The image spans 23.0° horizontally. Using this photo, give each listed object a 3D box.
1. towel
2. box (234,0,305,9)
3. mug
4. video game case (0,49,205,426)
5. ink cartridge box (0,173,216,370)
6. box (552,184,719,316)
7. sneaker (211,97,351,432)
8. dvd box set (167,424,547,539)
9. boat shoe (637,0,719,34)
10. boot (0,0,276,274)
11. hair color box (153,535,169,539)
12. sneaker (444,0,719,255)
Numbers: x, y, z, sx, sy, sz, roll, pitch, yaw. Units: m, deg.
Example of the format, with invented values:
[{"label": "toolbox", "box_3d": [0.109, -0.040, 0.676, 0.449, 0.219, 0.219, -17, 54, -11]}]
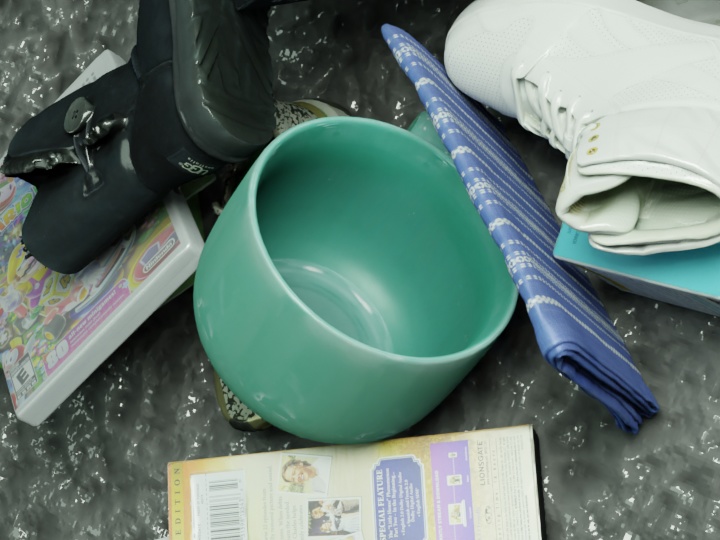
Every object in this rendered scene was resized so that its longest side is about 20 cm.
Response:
[{"label": "towel", "box_3d": [0.078, -0.019, 0.878, 0.024, 0.145, 0.200, -33, 61, 13]}, {"label": "box", "box_3d": [0.030, -0.221, 0.871, 0.107, 0.199, 0.149, -175, 75, -75]}, {"label": "mug", "box_3d": [0.002, 0.009, 0.930, 0.152, 0.185, 0.114, 57, 138, 19]}, {"label": "video game case", "box_3d": [-0.166, -0.024, 1.025, 0.143, 0.018, 0.200, -44, 42, 15]}, {"label": "ink cartridge box", "box_3d": [-0.148, -0.025, 1.068, 0.200, 0.059, 0.104, -35, 45, 23]}, {"label": "box", "box_3d": [0.197, 0.001, 0.830, 0.200, 0.082, 0.049, 16, 87, 35]}, {"label": "sneaker", "box_3d": [-0.063, -0.010, 1.005, 0.077, 0.089, 0.201, 2, 80, 34]}, {"label": "dvd box set", "box_3d": [-0.001, 0.163, 0.916, 0.199, 0.029, 0.147, -8, 72, 11]}, {"label": "boat shoe", "box_3d": [0.131, -0.123, 0.890, 0.200, 0.060, 0.074, -8, 107, 47]}, {"label": "boot", "box_3d": [-0.125, -0.113, 0.954, 0.168, 0.076, 0.201, -27, 55, 35]}, {"label": "hair color box", "box_3d": [-0.089, 0.249, 0.976, 0.101, 0.061, 0.201, -19, 69, 28]}, {"label": "sneaker", "box_3d": [0.104, -0.071, 0.823, 0.200, 0.074, 0.116, 14, 47, 34]}]
